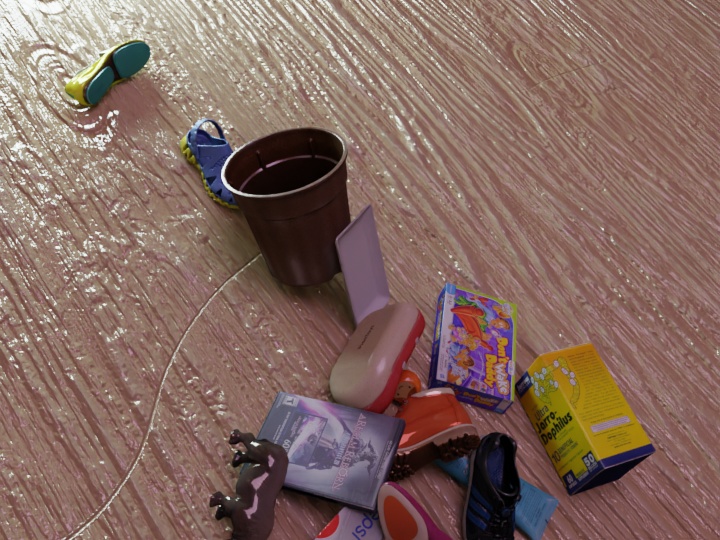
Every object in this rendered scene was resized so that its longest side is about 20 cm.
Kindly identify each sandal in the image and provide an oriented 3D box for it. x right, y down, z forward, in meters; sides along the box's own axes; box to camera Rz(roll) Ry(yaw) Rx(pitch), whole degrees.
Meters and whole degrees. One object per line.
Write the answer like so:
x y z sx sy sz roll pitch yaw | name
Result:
-0.249 -0.192 1.385 0.079 0.087 0.200 -30 70 -37 | sandal

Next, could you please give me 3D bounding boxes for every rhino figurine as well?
-0.151 0.314 1.027 0.087 0.060 0.201 7 65 16 | rhino figurine

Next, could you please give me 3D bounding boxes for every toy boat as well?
0.044 0.155 1.215 0.131 0.130 0.200 48 47 -18 | toy boat

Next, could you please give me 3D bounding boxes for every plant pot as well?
-0.099 -0.094 1.259 0.199 0.199 0.201 -9 37 7 | plant pot

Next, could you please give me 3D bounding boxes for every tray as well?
0.000 0.000 1.271 0.022 0.201 0.107 11 42 30 | tray

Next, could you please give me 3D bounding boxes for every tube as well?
0.200 0.319 1.176 0.200 0.050 0.078 35 65 4 | tube

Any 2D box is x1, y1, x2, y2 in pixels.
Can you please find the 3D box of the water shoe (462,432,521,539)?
0.187 0.330 1.105 0.071 0.079 0.201 3 74 -12 | water shoe

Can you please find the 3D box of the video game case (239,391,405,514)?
-0.052 0.251 1.102 0.199 0.019 0.143 9 49 19 | video game case

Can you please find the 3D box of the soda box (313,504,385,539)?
-0.029 0.372 1.038 0.068 0.064 0.200 40 51 14 | soda box

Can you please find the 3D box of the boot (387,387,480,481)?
0.064 0.240 1.151 0.199 0.075 0.107 -18 49 -3 | boot

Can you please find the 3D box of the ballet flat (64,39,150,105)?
-0.477 -0.378 1.467 0.067 0.067 0.200 15 48 20 | ballet flat

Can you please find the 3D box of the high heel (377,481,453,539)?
0.089 0.356 1.059 0.201 0.067 0.096 63 25 -7 | high heel

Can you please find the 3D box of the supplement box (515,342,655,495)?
0.352 0.234 1.252 0.109 0.109 0.200 -9 57 -25 | supplement box

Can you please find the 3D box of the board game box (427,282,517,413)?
0.191 0.128 1.320 0.134 0.045 0.201 17 50 -7 | board game box
